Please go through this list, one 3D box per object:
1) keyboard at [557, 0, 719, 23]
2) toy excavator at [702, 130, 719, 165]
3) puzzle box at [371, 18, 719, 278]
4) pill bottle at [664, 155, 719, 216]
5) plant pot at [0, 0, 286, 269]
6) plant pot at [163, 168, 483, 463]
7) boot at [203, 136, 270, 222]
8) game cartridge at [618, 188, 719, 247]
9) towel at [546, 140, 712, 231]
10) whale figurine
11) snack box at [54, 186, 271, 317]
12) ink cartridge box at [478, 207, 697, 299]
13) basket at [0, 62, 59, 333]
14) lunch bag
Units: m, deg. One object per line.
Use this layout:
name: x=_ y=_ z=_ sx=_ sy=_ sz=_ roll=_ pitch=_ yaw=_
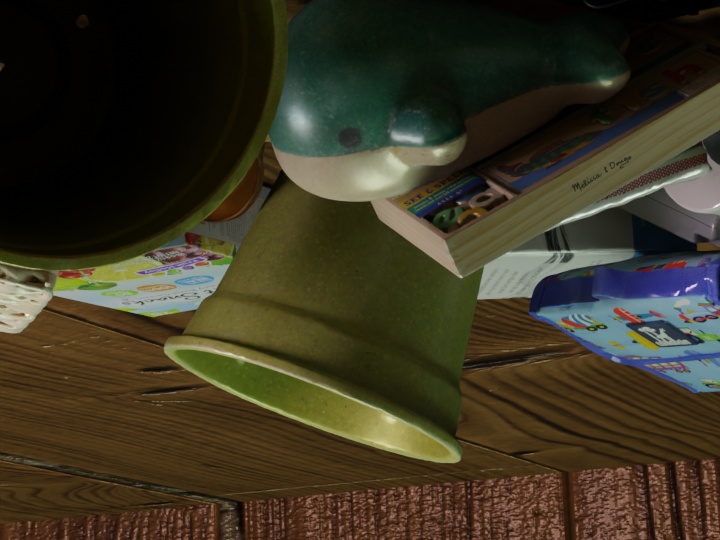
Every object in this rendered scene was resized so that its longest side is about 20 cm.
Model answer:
keyboard: x=0.116 y=-0.149 z=1.359 sx=0.199 sy=0.040 sz=0.104 roll=7 pitch=166 yaw=-41
toy excavator: x=0.313 y=-0.100 z=1.447 sx=0.200 sy=0.195 sz=0.100 roll=33 pitch=154 yaw=-20
puzzle box: x=0.110 y=-0.070 z=1.387 sx=0.199 sy=0.025 sz=0.133 roll=-30 pitch=-159 yaw=-10
pill bottle: x=0.272 y=-0.073 z=1.542 sx=0.199 sy=0.112 sz=0.111 roll=1 pitch=169 yaw=-40
plant pot: x=-0.155 y=-0.100 z=1.182 sx=0.199 sy=0.201 sz=0.193 roll=1 pitch=179 yaw=-17
plant pot: x=0.000 y=0.000 z=1.627 sx=0.200 sy=0.185 sz=0.200 roll=20 pitch=170 yaw=4
boot: x=-0.121 y=-0.087 z=1.569 sx=0.143 sy=0.071 sz=0.201 roll=9 pitch=162 yaw=-21
game cartridge: x=0.261 y=-0.054 z=1.686 sx=0.199 sy=0.042 sz=0.133 roll=-5 pitch=-154 yaw=-36
towel: x=0.122 y=-0.067 z=1.443 sx=0.146 sy=0.030 sz=0.200 roll=-22 pitch=-158 yaw=12
whale figurine: x=0.043 y=-0.111 z=1.378 sx=0.199 sy=0.104 sz=0.159 roll=-13 pitch=-158 yaw=13
snack box: x=-0.139 y=-0.019 z=1.865 sx=0.168 sy=0.068 sz=0.200 roll=-10 pitch=168 yaw=30
ink cartridge box: x=0.121 y=-0.033 z=1.804 sx=0.199 sy=0.086 sz=0.146 roll=0 pitch=168 yaw=-7
basket: x=-0.257 y=-0.051 z=1.447 sx=0.199 sy=0.124 sz=0.136 roll=15 pitch=164 yaw=-13
lunch bag: x=0.218 y=0.019 z=1.662 sx=0.150 sy=0.095 sz=0.200 roll=-5 pitch=167 yaw=45
